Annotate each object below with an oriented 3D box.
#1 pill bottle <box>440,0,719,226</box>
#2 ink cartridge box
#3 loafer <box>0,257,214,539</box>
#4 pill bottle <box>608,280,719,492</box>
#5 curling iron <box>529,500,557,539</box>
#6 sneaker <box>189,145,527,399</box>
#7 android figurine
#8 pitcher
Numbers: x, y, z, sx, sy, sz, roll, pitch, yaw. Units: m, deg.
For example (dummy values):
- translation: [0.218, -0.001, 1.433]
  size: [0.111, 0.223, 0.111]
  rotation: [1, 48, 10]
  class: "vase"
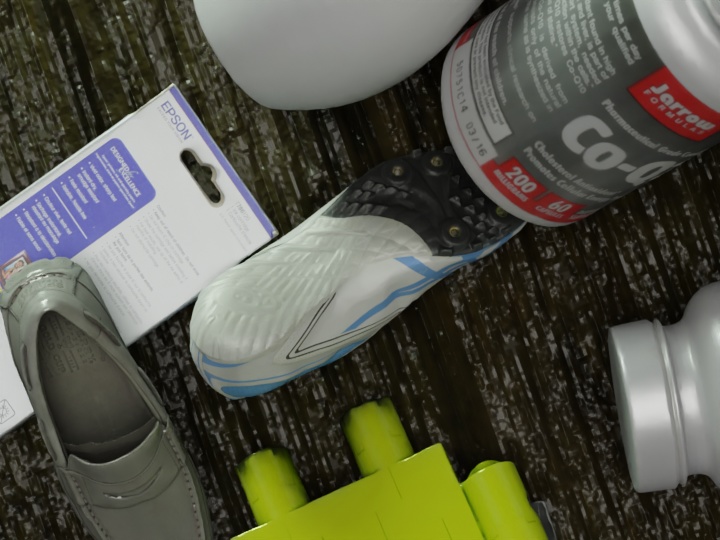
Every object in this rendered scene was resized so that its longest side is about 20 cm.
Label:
- translation: [0.141, -0.109, 1.132]
  size: [0.200, 0.114, 0.114]
  rotation: [-30, 89, 44]
  class: "pill bottle"
- translation: [-0.148, 0.000, 1.228]
  size: [0.199, 0.039, 0.100]
  rotation: [-34, 89, 3]
  class: "ink cartridge box"
- translation: [-0.127, 0.089, 1.189]
  size: [0.070, 0.070, 0.201]
  rotation: [-27, 112, -1]
  class: "loafer"
- translation: [0.229, 0.054, 1.179]
  size: [0.198, 0.112, 0.113]
  rotation: [-10, 90, 2]
  class: "pill bottle"
- translation: [0.106, 0.220, 1.216]
  size: [0.049, 0.026, 0.202]
  rotation: [-6, 83, -8]
  class: "curling iron"
- translation: [0.000, 0.000, 1.217]
  size: [0.199, 0.073, 0.072]
  rotation: [-29, 67, -11]
  class: "sneaker"
- translation: [0.012, 0.170, 1.191]
  size: [0.181, 0.041, 0.201]
  rotation: [-23, 68, 2]
  class: "android figurine"
- translation: [0.019, -0.177, 1.188]
  size: [0.199, 0.172, 0.121]
  rotation: [-30, 116, 20]
  class: "pitcher"
